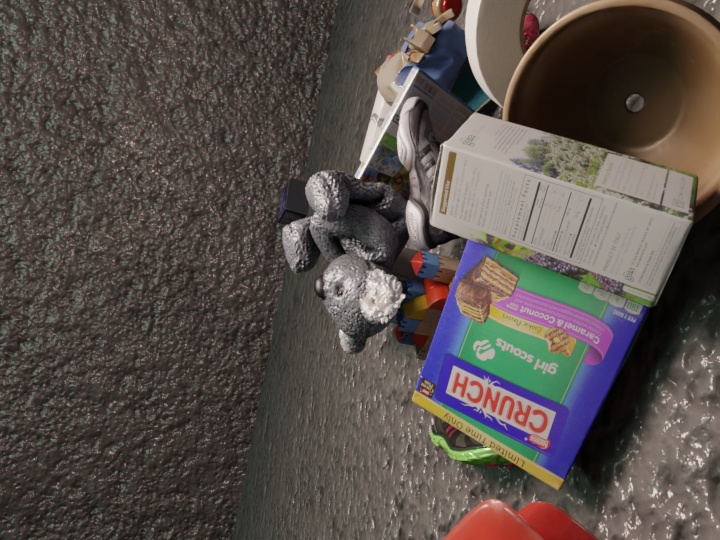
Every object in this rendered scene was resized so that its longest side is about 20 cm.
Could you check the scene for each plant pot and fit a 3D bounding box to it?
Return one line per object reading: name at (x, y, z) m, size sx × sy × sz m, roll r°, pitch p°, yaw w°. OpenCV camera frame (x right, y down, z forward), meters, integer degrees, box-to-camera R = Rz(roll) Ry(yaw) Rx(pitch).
plant pot at (0.233, -0.136, 0.493) m, size 0.092 × 0.200 × 0.203 m, roll -38°, pitch -15°, yaw -41°

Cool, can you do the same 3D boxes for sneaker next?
sneaker at (0.139, 0.192, 0.702) m, size 0.199 × 0.074 × 0.087 m, roll 166°, pitch 111°, yaw -71°
sneaker at (0.114, -0.133, 0.742) m, size 0.075 × 0.111 × 0.207 m, roll -5°, pitch -90°, yaw -62°
sneaker at (0.208, -0.371, 0.839) m, size 0.201 × 0.078 × 0.077 m, roll -116°, pitch 43°, yaw -66°

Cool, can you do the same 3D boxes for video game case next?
video game case at (0.077, -0.171, 0.824) m, size 0.018 × 0.141 × 0.203 m, roll 45°, pitch 110°, yaw 47°

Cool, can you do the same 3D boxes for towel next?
towel at (0.122, -0.309, 0.928) m, size 0.145 × 0.022 × 0.203 m, roll -37°, pitch 64°, yaw 15°

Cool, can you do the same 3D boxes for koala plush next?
koala plush at (0.000, 0.000, 0.766) m, size 0.178 × 0.178 × 0.206 m, roll 129°, pitch 139°, yaw -52°

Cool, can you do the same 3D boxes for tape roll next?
tape roll at (0.202, -0.252, 0.561) m, size 0.037 × 0.197 × 0.207 m, roll -108°, pitch 34°, yaw -58°

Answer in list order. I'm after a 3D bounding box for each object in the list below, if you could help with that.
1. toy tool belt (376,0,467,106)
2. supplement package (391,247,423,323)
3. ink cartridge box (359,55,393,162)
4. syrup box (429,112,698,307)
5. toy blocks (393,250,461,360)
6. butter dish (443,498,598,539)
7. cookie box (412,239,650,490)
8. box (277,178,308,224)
toy tool belt at (0.113, -0.325, 0.844) m, size 0.204 × 0.122 × 0.123 m, roll -62°, pitch 25°, yaw 12°
supplement package at (0.050, 0.029, 0.981) m, size 0.199 × 0.151 × 0.115 m, roll 167°, pitch 113°, yaw -72°
ink cartridge box at (0.092, -0.280, 1.060) m, size 0.083 × 0.142 × 0.206 m, roll -116°, pitch 41°, yaw -68°
syrup box at (0.163, -0.058, 0.469) m, size 0.079 × 0.195 × 0.083 m, roll -45°, pitch -31°, yaw -45°
toy blocks at (0.109, 0.057, 0.788) m, size 0.102 × 0.133 × 0.203 m, roll -97°, pitch 24°, yaw -48°
butter dish at (0.161, 0.282, 0.466) m, size 0.199 × 0.146 × 0.203 m, roll 43°, pitch 129°, yaw 23°
cookie box at (0.160, 0.073, 0.547) m, size 0.075 × 0.168 × 0.206 m, roll -20°, pitch -49°, yaw -59°
box at (-0.299, -0.301, 2.520) m, size 0.200 × 0.101 × 0.153 m, roll 141°, pitch 139°, yaw -66°
